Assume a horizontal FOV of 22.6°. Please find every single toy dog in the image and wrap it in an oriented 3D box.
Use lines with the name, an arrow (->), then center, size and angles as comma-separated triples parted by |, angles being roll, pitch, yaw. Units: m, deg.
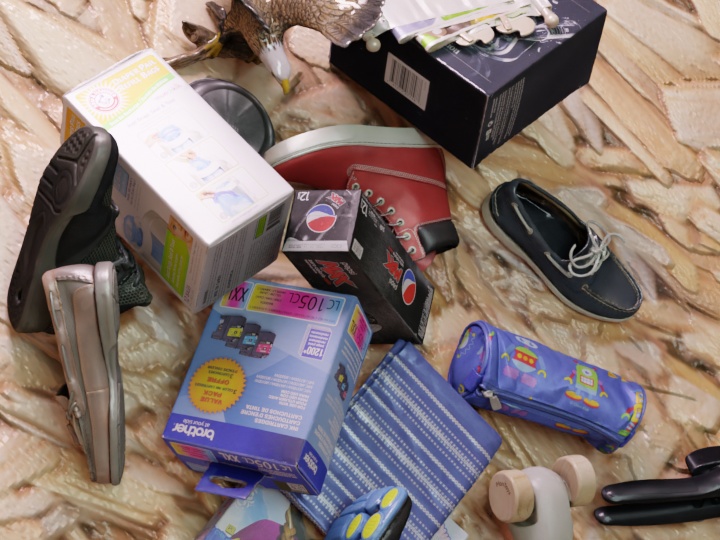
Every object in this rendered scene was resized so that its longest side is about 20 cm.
toy dog -> 0.162, 0.267, 1.708 | 0.132, 0.096, 0.200 | 18, 82, -23

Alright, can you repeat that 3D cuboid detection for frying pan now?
frying pan -> -0.154, -0.111, 1.694 | 0.115, 0.031, 0.190 | 50, 57, -3

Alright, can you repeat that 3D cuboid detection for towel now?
towel -> 0.030, 0.176, 1.652 | 0.145, 0.024, 0.200 | 46, 61, -8

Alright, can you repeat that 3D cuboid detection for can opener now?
can opener -> 0.322, 0.229, 1.810 | 0.200, 0.079, 0.063 | -9, 117, -25

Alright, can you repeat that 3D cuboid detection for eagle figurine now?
eagle figurine -> -0.083, -0.238, 1.667 | 0.151, 0.200, 0.152 | 43, 61, -7

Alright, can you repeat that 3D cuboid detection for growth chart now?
growth chart -> 0.077, -0.260, 1.709 | 0.200, 0.018, 0.145 | -11, 54, -14

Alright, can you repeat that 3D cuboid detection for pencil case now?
pencil case -> 0.181, 0.117, 1.754 | 0.200, 0.078, 0.087 | 21, 37, -19

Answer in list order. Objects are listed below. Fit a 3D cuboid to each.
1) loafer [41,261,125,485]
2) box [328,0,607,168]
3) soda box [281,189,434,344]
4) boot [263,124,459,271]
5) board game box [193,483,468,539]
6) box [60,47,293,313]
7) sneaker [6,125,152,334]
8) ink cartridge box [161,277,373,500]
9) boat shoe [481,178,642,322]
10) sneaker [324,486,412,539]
loafer -> -0.236, 0.089, 1.544 | 0.063, 0.072, 0.200 | -1, 107, -3
box -> 0.103, -0.230, 1.766 | 0.200, 0.104, 0.182 | 38, 56, 22
soda box -> 0.000, 0.000, 1.643 | 0.200, 0.071, 0.063 | 52, 44, -55
boot -> 0.006, -0.062, 1.730 | 0.200, 0.072, 0.145 | -3, 77, -33
board game box -> -0.031, 0.252, 1.631 | 0.200, 0.041, 0.200 | 43, 61, -8
box -> -0.167, -0.081, 1.594 | 0.101, 0.113, 0.200 | -34, 70, -29
sneaker -> -0.227, -0.032, 1.563 | 0.114, 0.076, 0.200 | 6, 115, -32
ink cartridge box -> -0.084, 0.114, 1.591 | 0.136, 0.076, 0.200 | 9, 65, 22
boat shoe -> 0.215, -0.023, 1.825 | 0.200, 0.062, 0.075 | 42, 59, -9
sneaker -> 0.004, 0.285, 1.573 | 0.083, 0.071, 0.200 | 21, 79, -31
